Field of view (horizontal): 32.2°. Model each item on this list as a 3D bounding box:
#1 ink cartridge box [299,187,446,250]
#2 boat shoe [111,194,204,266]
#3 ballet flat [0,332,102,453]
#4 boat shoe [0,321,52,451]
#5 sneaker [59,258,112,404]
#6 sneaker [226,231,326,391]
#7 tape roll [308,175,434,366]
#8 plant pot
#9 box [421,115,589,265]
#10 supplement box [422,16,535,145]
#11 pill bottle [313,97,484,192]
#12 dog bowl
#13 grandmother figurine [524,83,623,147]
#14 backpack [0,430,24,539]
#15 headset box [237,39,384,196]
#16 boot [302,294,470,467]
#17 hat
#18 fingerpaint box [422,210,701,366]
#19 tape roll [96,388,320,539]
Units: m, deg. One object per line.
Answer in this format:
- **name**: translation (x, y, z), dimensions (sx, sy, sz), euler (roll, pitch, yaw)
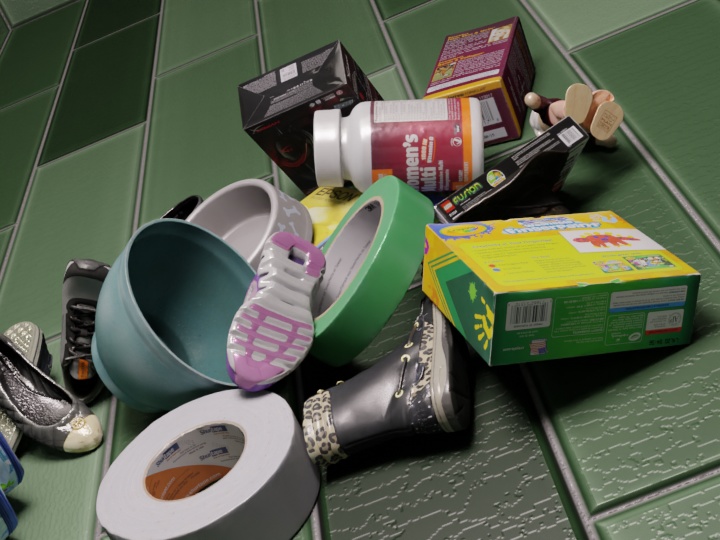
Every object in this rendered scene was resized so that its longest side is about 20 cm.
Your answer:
- **ink cartridge box**: translation (-0.011, -0.056, 1.502), dimensions (0.200, 0.047, 0.197), euler (-42, 31, -24)
- **boat shoe**: translation (-0.280, -0.026, 1.643), dimensions (0.201, 0.064, 0.073), euler (-37, 33, -19)
- **ballet flat**: translation (-0.361, 0.133, 1.359), dimensions (0.199, 0.057, 0.066), euler (33, 51, 17)
- **boat shoe**: translation (-0.395, 0.152, 1.430), dimensions (0.074, 0.063, 0.201), euler (-11, 46, 14)
- **sneaker**: translation (-0.298, 0.068, 1.382), dimensions (0.073, 0.202, 0.080), euler (10, 42, -1)
- **sneaker**: translation (-0.091, 0.055, 1.251), dimensions (0.089, 0.080, 0.201), euler (-56, 11, 39)
- **tape roll**: translation (0.000, 0.000, 1.282), dimensions (0.201, 0.048, 0.201), euler (-51, 18, 24)
- **plant pot**: translation (-0.199, 0.067, 1.311), dimensions (0.134, 0.200, 0.201), euler (-40, 18, 31)
- **box**: translation (0.151, -0.078, 1.340), dimensions (0.199, 0.110, 0.035), euler (-34, 73, -24)
- **supplement box**: translation (0.159, -0.245, 1.645), dimensions (0.109, 0.086, 0.201), euler (-12, 31, 23)
- **pill bottle**: translation (0.046, -0.148, 1.488), dimensions (0.197, 0.111, 0.110), euler (-2, 30, 3)
- **dog bowl**: translation (-0.152, -0.023, 1.475), dimensions (0.199, 0.059, 0.201), euler (-26, 39, 24)
- **grandmother figurine**: translation (0.244, -0.178, 1.450), dimensions (0.061, 0.121, 0.200), euler (-53, 10, 0)
- **backpack**: translation (-0.427, 0.201, 1.239), dimensions (0.199, 0.184, 0.147), euler (16, 48, 43)
- **headset box**: translation (-0.043, -0.183, 1.592), dimensions (0.147, 0.200, 0.076), euler (-20, 57, 17)
- **boot**: translation (0.024, 0.098, 1.181), dimensions (0.152, 0.074, 0.204), euler (-21, 27, 13)
- **hat**: translation (0.158, -0.030, 1.272), dimensions (0.200, 0.201, 0.081), euler (-38, 75, -12)
- **fingerpaint box**: translation (0.176, 0.012, 1.134), dimensions (0.198, 0.074, 0.167), euler (-5, 24, -18)
- **tape roll**: translation (-0.139, 0.197, 1.144), dimensions (0.198, 0.067, 0.201), euler (-18, 28, 10)
